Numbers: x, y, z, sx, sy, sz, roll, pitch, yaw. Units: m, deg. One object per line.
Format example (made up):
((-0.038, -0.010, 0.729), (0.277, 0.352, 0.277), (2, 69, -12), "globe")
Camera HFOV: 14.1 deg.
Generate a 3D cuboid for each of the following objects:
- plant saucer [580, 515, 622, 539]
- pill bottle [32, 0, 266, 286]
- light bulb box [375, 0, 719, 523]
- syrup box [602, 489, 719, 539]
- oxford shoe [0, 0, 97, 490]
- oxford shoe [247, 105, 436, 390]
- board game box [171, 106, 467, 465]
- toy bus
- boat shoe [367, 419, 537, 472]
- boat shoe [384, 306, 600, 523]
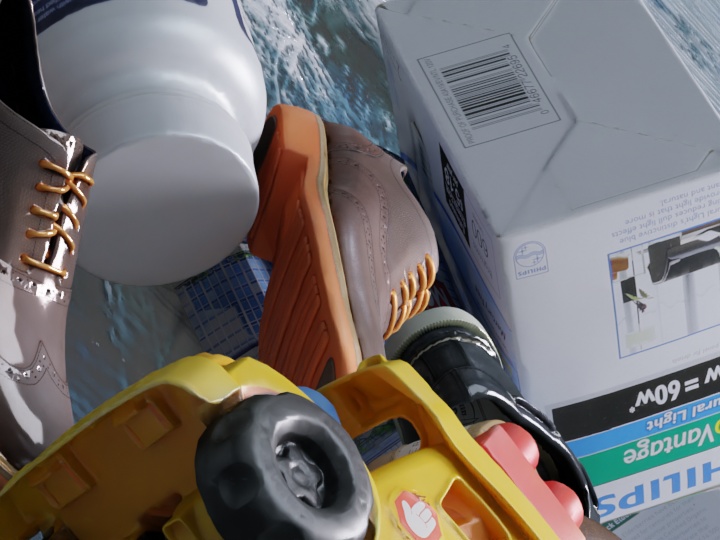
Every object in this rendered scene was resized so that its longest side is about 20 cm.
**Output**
((0.102, 0.195, 1.187), (0.200, 0.032, 0.201), (31, 55, -59), "plant saucer")
((-0.101, -0.090, 1.210), (0.111, 0.111, 0.200), (38, 24, -40), "pill bottle")
((0.103, -0.015, 1.406), (0.198, 0.125, 0.200), (-115, -169, -49), "light bulb box")
((0.177, 0.138, 1.535), (0.200, 0.081, 0.079), (50, 17, -16), "syrup box")
((-0.130, -0.015, 1.045), (0.071, 0.073, 0.200), (24, 44, -59), "oxford shoe")
((0.000, 0.000, 1.173), (0.073, 0.071, 0.200), (13, 34, -15), "oxford shoe")
((-0.007, 0.020, 1.323), (0.200, 0.062, 0.200), (21, 36, -59), "board game box")
((-0.002, 0.097, 0.998), (0.200, 0.136, 0.192), (50, 38, -6), "toy bus")
((0.057, 0.152, 1.222), (0.074, 0.069, 0.200), (-54, 130, -55), "boat shoe")
((0.069, 0.109, 1.266), (0.066, 0.074, 0.200), (-126, -166, -58), "boat shoe")
